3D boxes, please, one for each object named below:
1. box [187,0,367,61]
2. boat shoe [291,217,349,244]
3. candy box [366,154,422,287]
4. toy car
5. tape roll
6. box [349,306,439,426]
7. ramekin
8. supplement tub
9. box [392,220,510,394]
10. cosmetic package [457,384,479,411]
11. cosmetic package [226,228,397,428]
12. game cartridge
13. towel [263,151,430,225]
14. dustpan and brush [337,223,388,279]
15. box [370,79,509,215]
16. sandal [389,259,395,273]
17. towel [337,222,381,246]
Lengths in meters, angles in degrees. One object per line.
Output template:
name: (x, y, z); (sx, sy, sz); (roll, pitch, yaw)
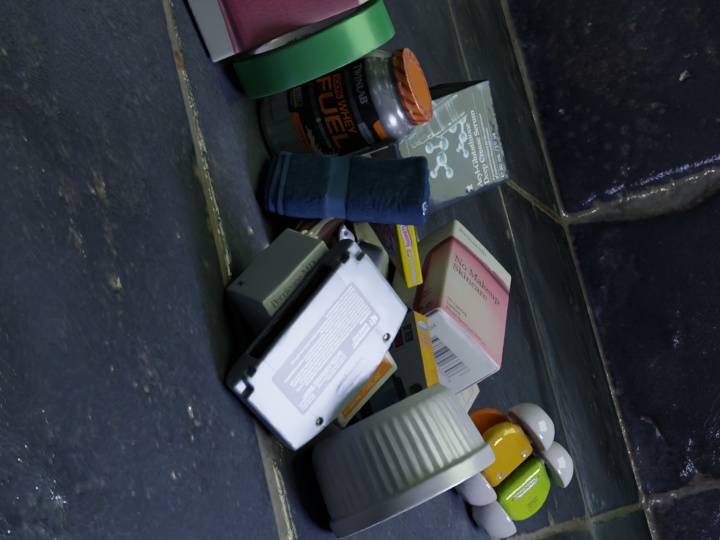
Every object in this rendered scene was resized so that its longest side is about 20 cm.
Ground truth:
box: (-0.093, -0.340, 1.540); (0.128, 0.198, 0.110); (-59, 129, -67)
boat shoe: (-0.064, -0.066, 1.613); (0.075, 0.075, 0.202); (36, 26, 3)
candy box: (0.030, -0.074, 1.666); (0.200, 0.026, 0.103); (-120, -167, -52)
toy car: (0.213, 0.291, 1.981); (0.150, 0.175, 0.201); (35, -19, 52)
tape roll: (-0.057, -0.272, 1.583); (0.048, 0.199, 0.201); (65, 19, -16)
box: (0.038, 0.142, 1.601); (0.041, 0.118, 0.202); (24, 49, -55)
ramekin: (0.040, 0.206, 1.440); (0.106, 0.199, 0.200); (64, 17, 6)
supplement tub: (-0.017, -0.202, 1.640); (0.122, 0.198, 0.124); (-19, 90, -72)
box: (0.117, 0.052, 1.743); (0.128, 0.109, 0.201); (44, 33, -21)
cosmetic package: (0.107, 0.167, 1.867); (0.106, 0.071, 0.200); (69, 18, -4)
cosmetic package: (-0.050, 0.065, 1.420); (0.101, 0.071, 0.201); (-46, 127, -21)
game cartridge: (-0.040, 0.082, 1.363); (0.200, 0.041, 0.133); (-50, 133, -16)
towel: (-0.014, -0.101, 1.564); (0.112, 0.198, 0.049); (-82, 176, -56)
dustpan and brush: (0.000, 0.000, 1.685); (0.201, 0.057, 0.141); (90, 12, -60)
box: (0.093, -0.167, 1.806); (0.199, 0.107, 0.150); (-24, 107, -35)
sandal: (0.110, 0.025, 1.936); (0.081, 0.055, 0.201); (6, 45, -56)
towel: (-0.012, -0.095, 1.824); (0.132, 0.034, 0.202); (-25, 97, -72)
